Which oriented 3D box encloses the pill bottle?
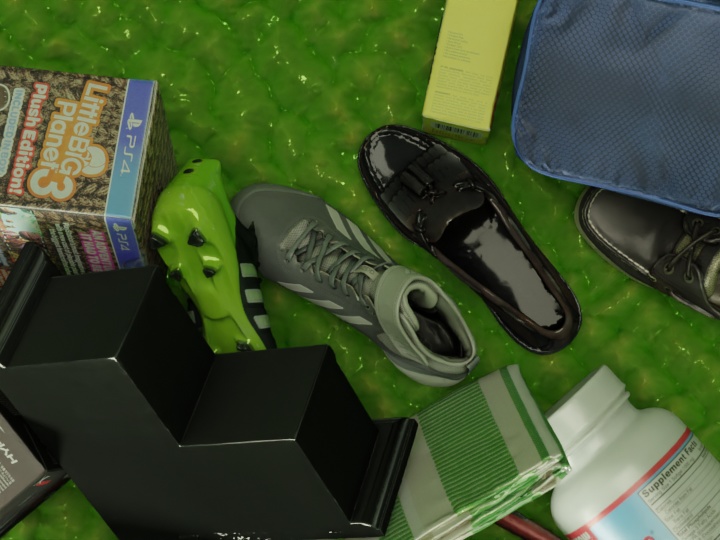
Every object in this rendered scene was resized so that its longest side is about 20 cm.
[{"bbox_3d":[0.196,0.163,1.189,0.109,0.109,0.200,-42,85,-1],"label":"pill bottle"}]

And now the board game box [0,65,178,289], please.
[{"bbox_3d":[-0.227,-0.056,1.184,0.198,0.160,0.098,6,69,2],"label":"board game box"}]

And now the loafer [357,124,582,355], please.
[{"bbox_3d":[0.077,-0.026,1.229,0.072,0.063,0.200,-44,86,-2],"label":"loafer"}]

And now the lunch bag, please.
[{"bbox_3d":[0.202,-0.123,1.196,0.199,0.132,0.137,15,107,5],"label":"lunch bag"}]

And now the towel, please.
[{"bbox_3d":[0.033,0.143,1.163,0.199,0.153,0.023,-34,114,6],"label":"towel"}]

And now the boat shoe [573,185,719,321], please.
[{"bbox_3d":[0.237,-0.005,1.221,0.199,0.065,0.072,33,89,5],"label":"boat shoe"}]

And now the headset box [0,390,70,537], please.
[{"bbox_3d":[-0.287,0.164,1.184,0.200,0.149,0.075,-40,85,-2],"label":"headset box"}]

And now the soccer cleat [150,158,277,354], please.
[{"bbox_3d":[-0.086,0.018,1.200,0.067,0.081,0.201,1,130,19],"label":"soccer cleat"}]

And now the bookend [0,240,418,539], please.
[{"bbox_3d":[-0.099,0.073,1.124,0.198,0.201,0.092,-7,43,28],"label":"bookend"}]

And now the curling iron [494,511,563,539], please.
[{"bbox_3d":[0.064,0.160,1.234,0.199,0.026,0.050,36,85,4],"label":"curling iron"}]

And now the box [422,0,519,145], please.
[{"bbox_3d":[0.086,-0.191,1.236,0.050,0.075,0.201,13,85,3],"label":"box"}]

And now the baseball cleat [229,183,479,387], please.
[{"bbox_3d":[0.000,0.000,1.208,0.199,0.106,0.070,34,75,-1],"label":"baseball cleat"}]
